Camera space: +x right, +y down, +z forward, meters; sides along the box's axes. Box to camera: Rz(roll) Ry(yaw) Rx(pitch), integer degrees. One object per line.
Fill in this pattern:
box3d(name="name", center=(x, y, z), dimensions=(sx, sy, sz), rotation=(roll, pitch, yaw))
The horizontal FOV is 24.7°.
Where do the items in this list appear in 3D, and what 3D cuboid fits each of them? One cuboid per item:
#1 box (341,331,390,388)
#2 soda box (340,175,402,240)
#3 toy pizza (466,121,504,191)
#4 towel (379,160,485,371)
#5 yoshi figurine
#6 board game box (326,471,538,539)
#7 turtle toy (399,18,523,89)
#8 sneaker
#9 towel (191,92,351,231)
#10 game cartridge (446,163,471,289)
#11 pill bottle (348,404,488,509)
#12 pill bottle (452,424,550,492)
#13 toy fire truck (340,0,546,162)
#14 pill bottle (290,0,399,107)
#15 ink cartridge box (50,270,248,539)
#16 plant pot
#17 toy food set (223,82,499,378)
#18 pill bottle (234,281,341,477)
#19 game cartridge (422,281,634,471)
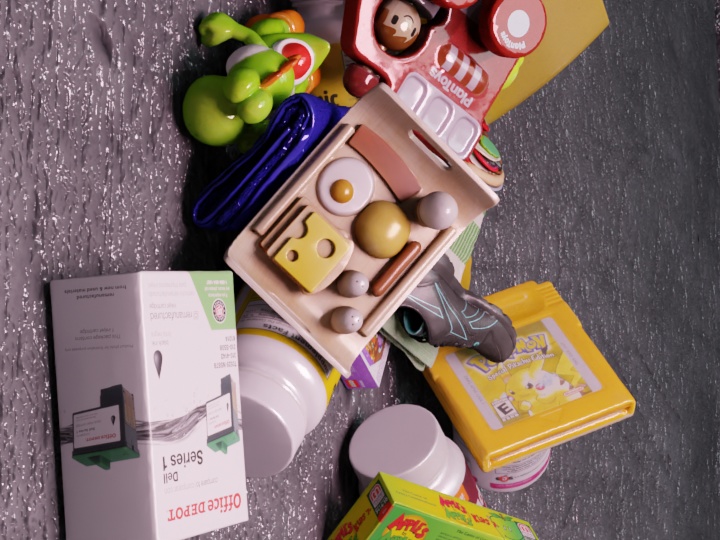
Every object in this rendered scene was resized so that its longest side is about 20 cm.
box3d(name="box", center=(0.000, 0.000, 1.675), dimensions=(0.137, 0.039, 0.200), rotation=(63, 33, -43))
box3d(name="soda box", center=(-0.003, -0.042, 1.490), dimensions=(0.071, 0.063, 0.200), rotation=(-47, 168, -10))
box3d(name="toy pizza", center=(0.101, -0.174, 1.832), dimensions=(0.200, 0.032, 0.200), rotation=(45, 20, -21))
box3d(name="towel", center=(0.062, -0.017, 1.687), dimensions=(0.153, 0.023, 0.201), rotation=(44, 58, -46))
box3d(name="yoshi figurine", center=(-0.102, -0.163, 1.441), dimensions=(0.200, 0.112, 0.112), rotation=(-62, 175, -69))
box3d(name="board game box", center=(0.073, 0.273, 1.609), dimensions=(0.200, 0.102, 0.048), rotation=(23, 22, -34))
box3d(name="turtle toy", center=(0.066, -0.222, 1.677), dimensions=(0.101, 0.199, 0.146), rotation=(-48, 146, -44))
box3d(name="sneaker", center=(0.081, 0.045, 1.651), dimensions=(0.200, 0.075, 0.079), rotation=(42, 69, -36))
box3d(name="towel", center=(-0.052, -0.084, 1.454), dimensions=(0.050, 0.148, 0.200), rotation=(48, 15, 14))
box3d(name="game cartridge", center=(0.094, -0.018, 1.857), dimensions=(0.177, 0.032, 0.200), rotation=(-76, 163, -46))
box3d(name="pill bottle", center=(0.066, 0.237, 1.685), dimensions=(0.114, 0.114, 0.200), rotation=(-72, 148, -41))
box3d(name="pill bottle", center=(0.159, 0.149, 1.860), dimensions=(0.200, 0.113, 0.114), rotation=(84, 18, -47))
box3d(name="toy fire truck", center=(0.063, -0.213, 1.522), dimensions=(0.200, 0.112, 0.168), rotation=(34, 82, -33))
box3d(name="pill bottle", center=(-0.015, -0.190, 1.589), dimensions=(0.111, 0.111, 0.201), rotation=(-28, 111, -65))
box3d(name="ink cartridge box", center=(-0.156, 0.103, 1.242), dimensions=(0.146, 0.084, 0.201), rotation=(-1, 86, -66))
box3d(name="plant pot", center=(0.165, -0.324, 1.856), dimensions=(0.200, 0.176, 0.200), rotation=(-110, 174, -48))
box3d(name="toy food set", center=(0.002, -0.033, 1.352), dimensions=(0.143, 0.060, 0.200), rotation=(43, 78, -11))
box3d(name="pill bottle", center=(-0.071, 0.074, 1.407), dimensions=(0.200, 0.114, 0.115), rotation=(-65, 142, -48))
box3d(name="game cartridge", center=(0.163, 0.103, 1.730), dimensions=(0.033, 0.176, 0.200), rotation=(87, -21, -47))
